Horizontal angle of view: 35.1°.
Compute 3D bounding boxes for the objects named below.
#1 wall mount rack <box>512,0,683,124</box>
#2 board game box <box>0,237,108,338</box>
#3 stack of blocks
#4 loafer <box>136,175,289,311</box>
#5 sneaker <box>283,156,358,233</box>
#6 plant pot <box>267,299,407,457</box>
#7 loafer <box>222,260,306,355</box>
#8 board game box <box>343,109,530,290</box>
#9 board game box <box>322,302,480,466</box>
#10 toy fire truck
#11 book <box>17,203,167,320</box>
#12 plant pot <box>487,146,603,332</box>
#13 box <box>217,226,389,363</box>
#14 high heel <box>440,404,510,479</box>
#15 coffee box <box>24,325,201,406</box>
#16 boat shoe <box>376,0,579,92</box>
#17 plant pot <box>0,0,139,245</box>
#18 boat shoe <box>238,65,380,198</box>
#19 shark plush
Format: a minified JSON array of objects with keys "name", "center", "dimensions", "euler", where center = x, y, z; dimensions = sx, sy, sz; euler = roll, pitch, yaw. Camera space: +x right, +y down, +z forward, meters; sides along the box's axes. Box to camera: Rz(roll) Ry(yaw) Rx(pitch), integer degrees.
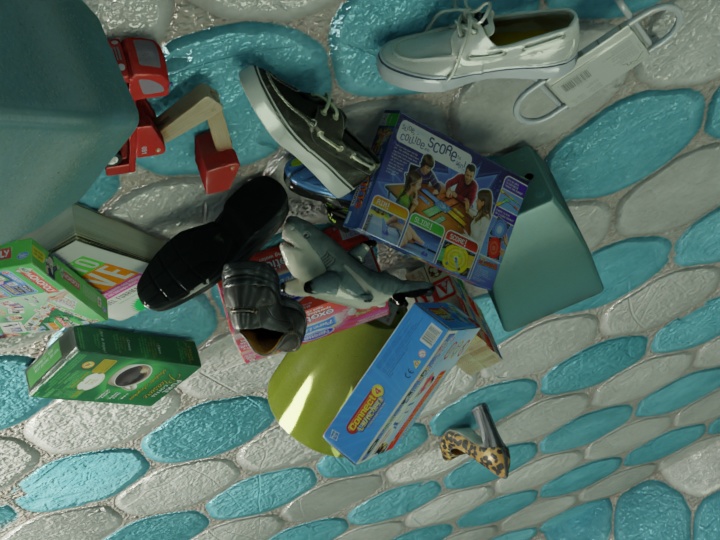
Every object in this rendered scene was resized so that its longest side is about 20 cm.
[{"name":"wall mount rack","center":[0.251,-0.227,1.213],"dimensions":[0.199,0.075,0.173],"euler":[-32,147,21]},{"name":"board game box","center":[-0.367,0.023,1.204],"dimensions":[0.133,0.029,0.200],"euler":[-10,160,6]},{"name":"stack of blocks","center":[0.136,0.069,1.615],"dimensions":[0.058,0.116,0.200],"euler":[-25,158,11]},{"name":"loafer","center":[-0.157,-0.018,1.264],"dimensions":[0.199,0.073,0.072],"euler":[-36,159,-5]},{"name":"sneaker","center":[-0.016,-0.080,1.289],"dimensions":[0.083,0.071,0.199],"euler":[-42,150,24]},{"name":"plant pot","center":[-0.011,0.120,1.570],"dimensions":[0.185,0.188,0.201],"euler":[-1,133,-33]},{"name":"loafer","center":[-0.108,0.059,1.252],"dimensions":[0.072,0.073,0.200],"euler":[-3,157,15]},{"name":"board game box","center":[0.088,-0.075,1.260],"dimensions":[0.199,0.137,0.034],"euler":[24,175,-32]},{"name":"board game box","center":[0.056,0.135,1.419],"dimensions":[0.201,0.056,0.196],"euler":[-56,166,8]},{"name":"toy fire truck","center":[-0.182,-0.144,1.082],"dimensions":[0.139,0.049,0.201],"euler":[-11,151,-18]},{"name":"book","center":[-0.295,-0.002,1.275],"dimensions":[0.133,0.049,0.199],"euler":[-27,153,25]},{"name":"plant pot","center":[0.204,-0.049,1.429],"dimensions":[0.140,0.142,0.200],"euler":[-23,146,6]},{"name":"box","center":[-0.072,0.027,1.413],"dimensions":[0.198,0.101,0.096],"euler":[-19,153,-4]},{"name":"high heel","center":[0.216,0.364,2.176],"dimensions":[0.071,0.144,0.201],"euler":[-5,149,-28]},{"name":"coffee box","center":[-0.321,0.127,1.484],"dimensions":[0.199,0.044,0.123],"euler":[12,139,-46]},{"name":"boat shoe","center":[0.114,-0.227,1.093],"dimensions":[0.199,0.075,0.087],"euler":[-2,142,1]},{"name":"plant pot","center":[-0.292,-0.132,0.884],"dimensions":[0.199,0.197,0.196],"euler":[-2,149,-47]},{"name":"boat shoe","center":[-0.047,-0.149,1.132],"dimensions":[0.063,0.071,0.200],"euler":[-31,143,14]},{"name":"shark plush","center":[0.000,0.000,1.309],"dimensions":[0.198,0.084,0.091],"euler":[13,173,-12]}]
